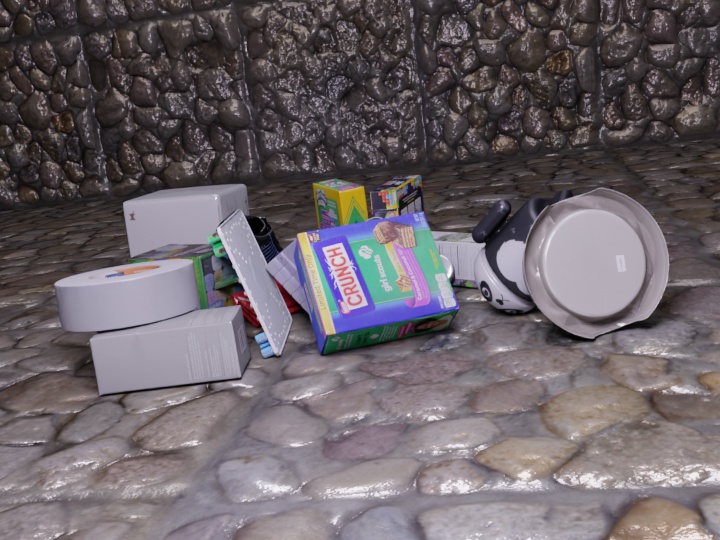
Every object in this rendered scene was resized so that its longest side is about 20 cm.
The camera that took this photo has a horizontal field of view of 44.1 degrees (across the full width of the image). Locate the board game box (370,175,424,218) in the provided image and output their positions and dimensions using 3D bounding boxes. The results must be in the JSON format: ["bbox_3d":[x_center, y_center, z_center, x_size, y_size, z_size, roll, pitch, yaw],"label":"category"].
[{"bbox_3d":[0.078,-0.091,1.743,0.056,0.167,0.200,0,13,18],"label":"board game box"}]

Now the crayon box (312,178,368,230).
[{"bbox_3d":[-0.034,-0.087,1.773,0.058,0.175,0.200,-10,13,-16],"label":"crayon box"}]

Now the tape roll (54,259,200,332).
[{"bbox_3d":[-0.334,0.033,1.281,0.198,0.067,0.200,-8,9,1],"label":"tape roll"}]

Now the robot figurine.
[{"bbox_3d":[0.255,-0.025,1.313,0.124,0.151,0.200,5,-42,-45],"label":"robot figurine"}]

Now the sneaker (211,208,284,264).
[{"bbox_3d":[-0.167,-0.046,1.510,0.078,0.070,0.199,-44,-30,15],"label":"sneaker"}]

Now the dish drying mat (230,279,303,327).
[{"bbox_3d":[-0.130,0.042,1.522,0.077,0.018,0.199,40,35,21],"label":"dish drying mat"}]

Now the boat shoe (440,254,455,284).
[{"bbox_3d":[0.060,0.030,1.458,0.198,0.072,0.068,-20,-23,5],"label":"boat shoe"}]

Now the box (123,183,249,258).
[{"bbox_3d":[-0.329,-0.057,1.742,0.197,0.202,0.171,-3,11,12],"label":"box"}]

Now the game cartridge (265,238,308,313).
[{"bbox_3d":[-0.083,0.009,1.501,0.038,0.130,0.200,-46,3,16],"label":"game cartridge"}]

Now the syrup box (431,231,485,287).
[{"bbox_3d":[0.174,-0.021,1.574,0.199,0.082,0.078,4,15,43],"label":"syrup box"}]

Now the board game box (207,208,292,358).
[{"bbox_3d":[-0.163,0.016,1.342,0.026,0.202,0.200,-23,10,6],"label":"board game box"}]

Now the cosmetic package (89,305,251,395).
[{"bbox_3d":[-0.261,0.108,1.231,0.198,0.091,0.107,-9,11,3],"label":"cosmetic package"}]

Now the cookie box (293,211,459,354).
[{"bbox_3d":[0.019,0.017,1.288,0.198,0.173,0.075,-11,-28,-14],"label":"cookie box"}]

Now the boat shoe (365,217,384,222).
[{"bbox_3d":[0.055,-0.018,1.400,0.072,0.071,0.201,-29,57,-2],"label":"boat shoe"}]

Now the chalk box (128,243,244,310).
[{"bbox_3d":[-0.277,0.025,1.528,0.198,0.125,0.124,0,13,26],"label":"chalk box"}]

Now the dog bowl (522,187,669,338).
[{"bbox_3d":[0.310,-0.008,1.202,0.198,0.202,0.059,-8,-3,-5],"label":"dog bowl"}]
